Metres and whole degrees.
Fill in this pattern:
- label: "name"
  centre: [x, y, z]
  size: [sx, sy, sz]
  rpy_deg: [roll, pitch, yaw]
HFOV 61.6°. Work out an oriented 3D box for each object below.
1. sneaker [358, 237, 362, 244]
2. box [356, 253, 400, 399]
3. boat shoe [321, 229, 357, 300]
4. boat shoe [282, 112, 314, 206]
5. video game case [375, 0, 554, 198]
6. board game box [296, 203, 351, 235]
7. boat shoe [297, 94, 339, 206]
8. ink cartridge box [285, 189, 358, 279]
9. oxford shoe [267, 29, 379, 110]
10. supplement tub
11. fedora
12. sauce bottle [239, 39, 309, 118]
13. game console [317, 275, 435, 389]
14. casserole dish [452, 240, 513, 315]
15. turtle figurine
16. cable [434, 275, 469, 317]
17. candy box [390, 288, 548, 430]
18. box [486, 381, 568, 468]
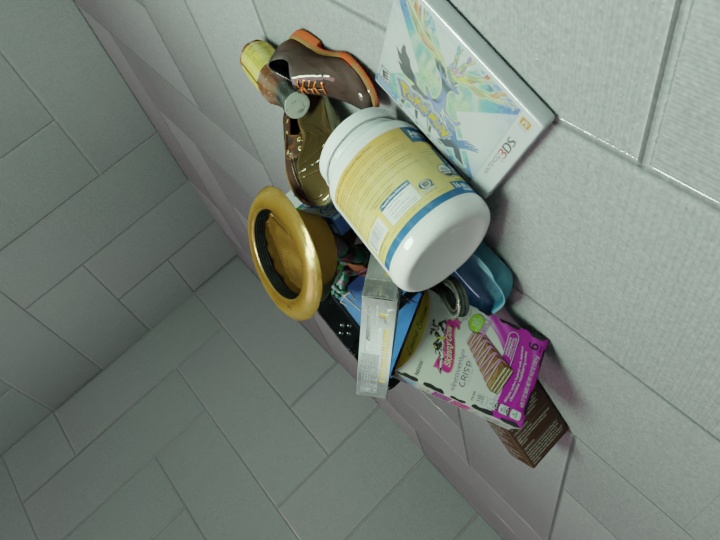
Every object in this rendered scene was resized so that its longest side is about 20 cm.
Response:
- label: "sneaker"
  centre: [0.042, -0.011, 1.166]
  size: [0.082, 0.077, 0.203]
  rpy_deg: [46, 164, 56]
- label: "box"
  centre: [0.031, 0.055, 0.861]
  size: [0.047, 0.160, 0.203]
  rpy_deg: [7, 132, 4]
- label: "boat shoe"
  centre: [-0.063, -0.044, 1.088]
  size: [0.067, 0.203, 0.075]
  rpy_deg: [9, 151, 34]
- label: "boat shoe"
  centre: [-0.091, -0.202, 0.969]
  size: [0.071, 0.069, 0.204]
  rpy_deg: [109, 150, -58]
- label: "video game case"
  centre: [0.097, -0.186, 0.640]
  size: [0.201, 0.022, 0.183]
  rpy_deg: [49, 166, 7]
- label: "board game box"
  centre: [-0.025, -0.116, 0.975]
  size: [0.035, 0.135, 0.199]
  rpy_deg: [56, 164, -19]
- label: "boat shoe"
  centre: [-0.051, -0.179, 0.892]
  size: [0.065, 0.071, 0.204]
  rpy_deg: [29, -136, -49]
- label: "ink cartridge box"
  centre: [-0.066, -0.081, 1.180]
  size: [0.083, 0.146, 0.202]
  rpy_deg: [34, 161, 40]
- label: "oxford shoe"
  centre: [-0.051, -0.257, 0.821]
  size: [0.199, 0.072, 0.072]
  rpy_deg: [40, 163, 36]
- label: "supplement tub"
  centre: [0.050, -0.092, 0.754]
  size: [0.201, 0.143, 0.145]
  rpy_deg: [52, 169, 25]
- label: "fedora"
  centre: [-0.092, -0.031, 0.887]
  size: [0.199, 0.081, 0.205]
  rpy_deg: [27, 125, 46]
- label: "sauce bottle"
  centre: [-0.131, -0.293, 0.930]
  size: [0.201, 0.065, 0.067]
  rpy_deg: [56, 174, 42]
- label: "game console"
  centre: [0.051, 0.068, 1.060]
  size: [0.177, 0.199, 0.116]
  rpy_deg: [51, 171, -15]
- label: "casserole dish"
  centre: [0.166, 0.008, 0.893]
  size: [0.121, 0.039, 0.200]
  rpy_deg: [48, 167, 10]
- label: "turtle figurine"
  centre: [0.000, 0.000, 1.007]
  size: [0.198, 0.103, 0.148]
  rpy_deg: [29, 150, -34]
- label: "cable"
  centre: [0.095, -0.002, 0.848]
  size: [0.203, 0.049, 0.098]
  rpy_deg: [-102, 22, -43]
- label: "candy box"
  centre: [0.158, 0.128, 0.885]
  size: [0.196, 0.139, 0.061]
  rpy_deg: [22, 164, 4]
- label: "box"
  centre: [0.260, 0.226, 1.035]
  size: [0.202, 0.100, 0.075]
  rpy_deg: [55, 165, -17]
